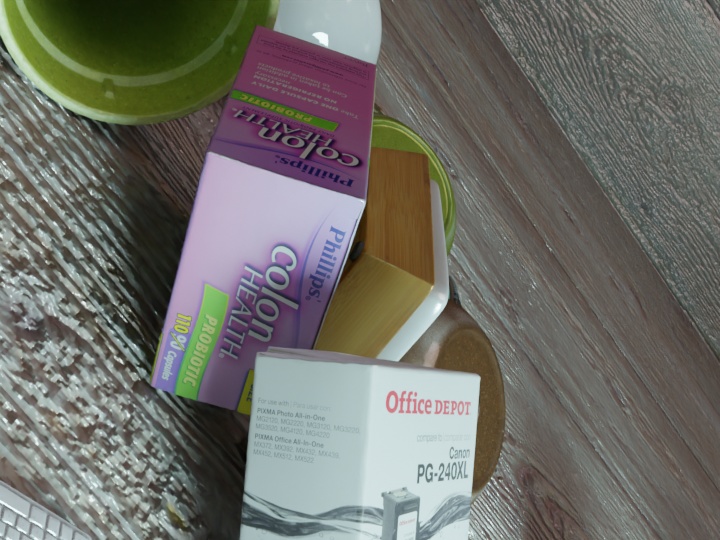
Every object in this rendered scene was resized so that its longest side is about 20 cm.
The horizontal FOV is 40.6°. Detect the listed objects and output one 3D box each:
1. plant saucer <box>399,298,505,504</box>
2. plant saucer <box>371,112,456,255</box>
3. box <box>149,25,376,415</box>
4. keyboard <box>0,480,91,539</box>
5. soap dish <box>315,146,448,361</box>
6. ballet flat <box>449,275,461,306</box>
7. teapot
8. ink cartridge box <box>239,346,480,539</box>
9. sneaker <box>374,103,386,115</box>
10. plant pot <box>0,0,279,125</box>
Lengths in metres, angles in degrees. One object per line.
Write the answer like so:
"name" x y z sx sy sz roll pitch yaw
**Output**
"plant saucer" 0.081 0.120 0.851 0.199 0.036 0.204 13 74 -55
"plant saucer" 0.033 -0.088 1.042 0.198 0.031 0.203 19 57 -31
"box" -0.061 -0.037 0.660 0.095 0.178 0.201 16 33 -8
"keyboard" -0.199 0.097 0.436 0.200 0.011 0.057 45 25 -31
"soap dish" 0.000 0.000 0.812 0.080 0.158 0.201 30 30 -17
"ballet flat" 0.075 0.085 0.965 0.074 0.074 0.202 46 34 -25
"teapot" -0.081 -0.242 0.962 0.145 0.200 0.199 -22 39 -32
"ink cartridge box" 0.001 0.152 0.573 0.145 0.082 0.204 14 80 -59
"sneaker" 0.025 -0.112 1.110 0.202 0.066 0.090 60 16 -2
"plant pot" -0.177 -0.246 0.734 0.200 0.200 0.185 37 18 -41
